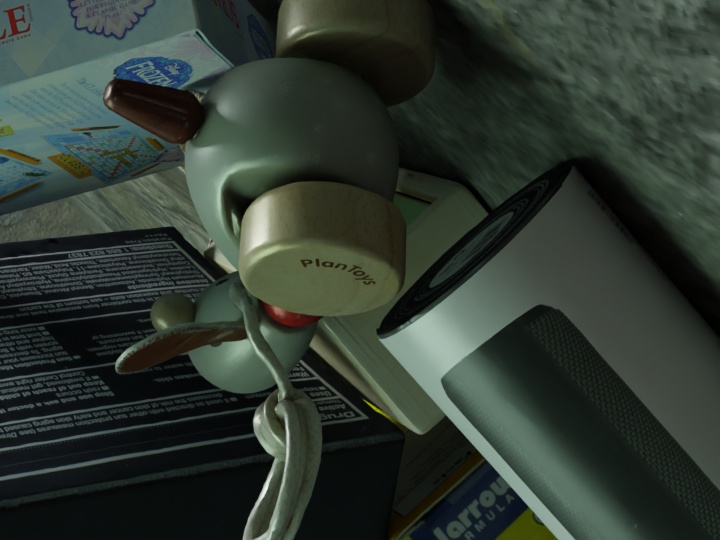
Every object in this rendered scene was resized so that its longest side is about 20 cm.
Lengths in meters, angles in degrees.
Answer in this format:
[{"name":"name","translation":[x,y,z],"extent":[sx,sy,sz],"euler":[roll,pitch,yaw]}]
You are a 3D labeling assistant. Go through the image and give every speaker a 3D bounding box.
[{"name":"speaker","translation":[0.100,0.067,0.656],"extent":[0.200,0.081,0.081],"euler":[49,172,-6]}]

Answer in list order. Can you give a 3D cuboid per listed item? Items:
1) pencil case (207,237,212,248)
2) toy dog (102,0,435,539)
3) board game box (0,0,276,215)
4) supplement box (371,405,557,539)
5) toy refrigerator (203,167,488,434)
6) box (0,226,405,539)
[{"name":"pencil case","translation":[-0.051,0.012,1.197],"extent":[0.087,0.083,0.200],"euler":[47,173,-2]},{"name":"toy dog","translation":[-0.045,-0.013,0.678],"extent":[0.096,0.200,0.132],"euler":[13,-138,-10]},{"name":"board game box","translation":[-0.133,-0.058,0.770],"extent":[0.200,0.199,0.041],"euler":[34,-138,-80]},{"name":"supplement box","translation":[0.061,0.104,0.944],"extent":[0.110,0.109,0.200],"euler":[49,172,-12]},{"name":"toy refrigerator","translation":[0.000,0.000,0.880],"extent":[0.070,0.076,0.200],"euler":[50,173,-17]},{"name":"box","translation":[-0.122,0.083,0.858],"extent":[0.198,0.199,0.124],"euler":[38,127,48]}]
